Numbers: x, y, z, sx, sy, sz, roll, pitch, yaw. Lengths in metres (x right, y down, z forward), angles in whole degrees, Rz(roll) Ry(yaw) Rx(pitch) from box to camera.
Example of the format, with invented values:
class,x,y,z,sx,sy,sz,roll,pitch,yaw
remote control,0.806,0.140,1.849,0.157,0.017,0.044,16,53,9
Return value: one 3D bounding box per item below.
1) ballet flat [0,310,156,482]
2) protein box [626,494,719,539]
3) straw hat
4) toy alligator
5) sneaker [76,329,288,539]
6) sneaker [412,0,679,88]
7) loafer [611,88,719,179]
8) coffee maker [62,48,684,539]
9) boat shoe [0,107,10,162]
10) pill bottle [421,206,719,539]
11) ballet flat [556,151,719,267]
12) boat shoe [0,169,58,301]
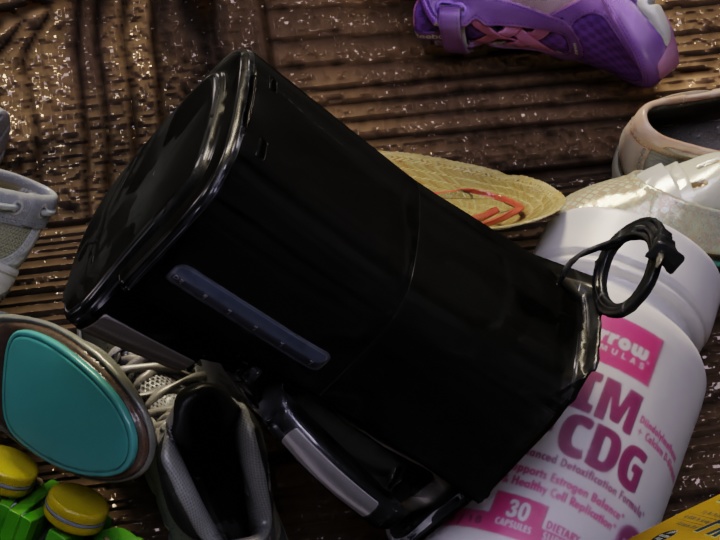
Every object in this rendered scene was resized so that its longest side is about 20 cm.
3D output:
class,x,y,z,sx,sy,sz,roll,pitch,yaw
ballet flat,-0.160,0.047,1.355,0.200,0.068,0.064,18,20,34
protein box,0.216,0.195,1.231,0.198,0.135,0.201,-24,99,-15
straw hat,0.000,0.000,1.402,0.200,0.201,0.085,1,104,-2
toy alligator,-0.131,0.133,1.349,0.200,0.059,0.054,27,23,12
sneaker,-0.082,0.062,1.351,0.075,0.116,0.200,-22,65,-13
sneaker,0.075,-0.144,1.497,0.200,0.081,0.089,34,70,22
loafer,0.231,-0.071,1.466,0.199,0.063,0.072,-9,61,-7
coffee maker,-0.002,-0.004,1.250,0.200,0.135,0.192,35,99,-21
boat shoe,-0.258,-0.023,1.416,0.071,0.072,0.200,31,62,20
pill bottle,0.099,0.077,1.351,0.113,0.113,0.200,19,62,8
ballet flat,0.197,-0.030,1.429,0.199,0.067,0.063,11,102,-11
boat shoe,-0.225,-0.054,1.325,0.065,0.202,0.074,-54,41,-1
